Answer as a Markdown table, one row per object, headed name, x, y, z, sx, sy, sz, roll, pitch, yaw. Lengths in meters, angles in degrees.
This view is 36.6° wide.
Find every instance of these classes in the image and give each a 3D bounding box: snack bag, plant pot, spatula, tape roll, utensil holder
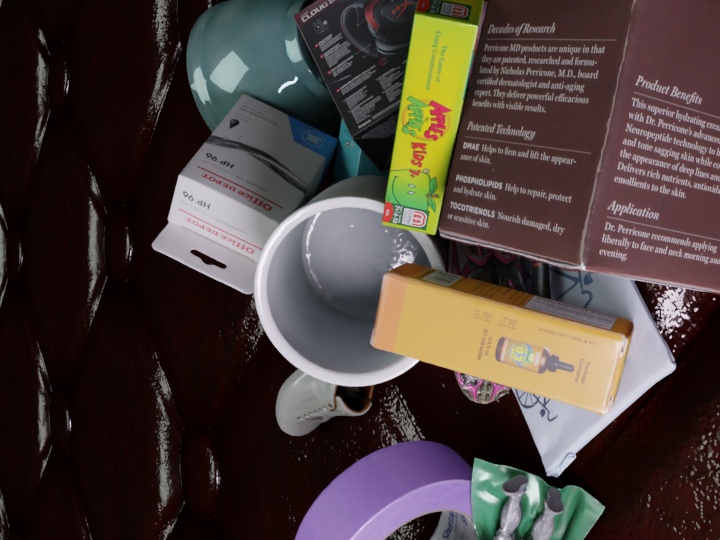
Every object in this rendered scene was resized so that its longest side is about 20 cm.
| name | x | y | z | sx | sy | sz | roll | pitch | yaw |
| --- | --- | --- | --- | --- | --- | --- | --- | --- | --- |
| snack bag | 0.183 | 0.050 | 0.947 | 0.189 | 0.021 | 0.200 | -55 | 43 | 41 |
| plant pot | -0.075 | -0.229 | 1.221 | 0.134 | 0.200 | 0.201 | -17 | 75 | 40 |
| spatula | 0.161 | -0.027 | 0.945 | 0.056 | 0.020 | 0.201 | -1 | 83 | 60 |
| tape roll | 0.038 | 0.260 | 1.016 | 0.066 | 0.200 | 0.201 | 43 | 125 | 48 |
| utensil holder | 0.000 | 0.000 | 1.035 | 0.200 | 0.169 | 0.171 | -65 | -17 | -78 |

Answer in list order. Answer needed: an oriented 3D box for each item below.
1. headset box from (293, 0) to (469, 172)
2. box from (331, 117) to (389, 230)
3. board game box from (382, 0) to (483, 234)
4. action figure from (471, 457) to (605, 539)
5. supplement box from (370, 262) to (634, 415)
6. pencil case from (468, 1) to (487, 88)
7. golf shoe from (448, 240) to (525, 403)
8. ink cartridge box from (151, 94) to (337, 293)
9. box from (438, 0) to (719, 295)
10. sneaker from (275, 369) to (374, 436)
| name | x | y | z | sx | sy | sz | roll | pitch | yaw |
| --- | --- | --- | --- | --- | --- | --- | --- | --- | --- |
| headset box | 0.033 | -0.221 | 1.073 | 0.148 | 0.075 | 0.200 | -31 | 57 | 10 |
| box | 0.012 | -0.071 | 1.166 | 0.049 | 0.082 | 0.201 | 30 | 116 | 54 |
| board game box | 0.059 | -0.138 | 0.865 | 0.102 | 0.047 | 0.200 | -76 | -4 | -45 |
| action figure | 0.136 | 0.274 | 0.980 | 0.118 | 0.055 | 0.201 | 20 | 121 | 20 |
| supplement box | 0.114 | 0.051 | 0.876 | 0.199 | 0.069 | 0.067 | 16 | 103 | 19 |
| pencil case | 0.131 | -0.172 | 0.933 | 0.087 | 0.087 | 0.201 | -20 | 57 | 56 |
| golf shoe | 0.116 | 0.018 | 0.991 | 0.092 | 0.072 | 0.201 | -150 | 63 | -87 |
| ink cartridge box | -0.113 | -0.080 | 1.096 | 0.200 | 0.116 | 0.068 | -63 | -2 | -46 |
| box | 0.184 | -0.098 | 0.796 | 0.164 | 0.165 | 0.201 | 18 | 98 | 57 |
| sneaker | -0.038 | 0.148 | 1.254 | 0.200 | 0.073 | 0.085 | -56 | 43 | 40 |
